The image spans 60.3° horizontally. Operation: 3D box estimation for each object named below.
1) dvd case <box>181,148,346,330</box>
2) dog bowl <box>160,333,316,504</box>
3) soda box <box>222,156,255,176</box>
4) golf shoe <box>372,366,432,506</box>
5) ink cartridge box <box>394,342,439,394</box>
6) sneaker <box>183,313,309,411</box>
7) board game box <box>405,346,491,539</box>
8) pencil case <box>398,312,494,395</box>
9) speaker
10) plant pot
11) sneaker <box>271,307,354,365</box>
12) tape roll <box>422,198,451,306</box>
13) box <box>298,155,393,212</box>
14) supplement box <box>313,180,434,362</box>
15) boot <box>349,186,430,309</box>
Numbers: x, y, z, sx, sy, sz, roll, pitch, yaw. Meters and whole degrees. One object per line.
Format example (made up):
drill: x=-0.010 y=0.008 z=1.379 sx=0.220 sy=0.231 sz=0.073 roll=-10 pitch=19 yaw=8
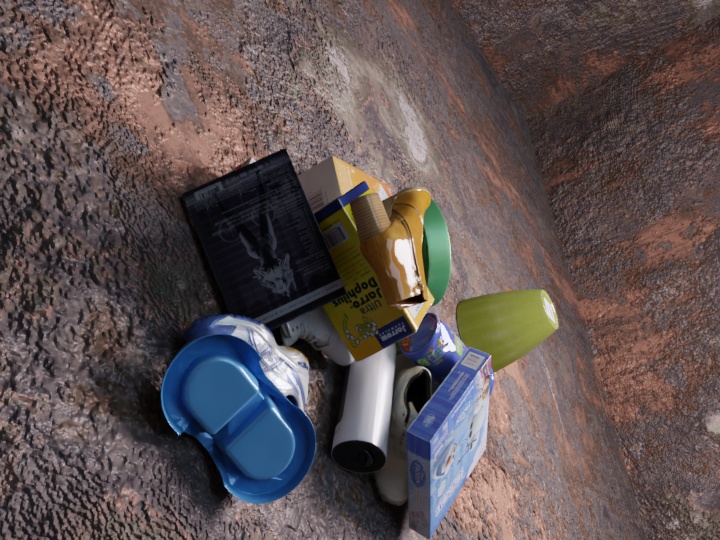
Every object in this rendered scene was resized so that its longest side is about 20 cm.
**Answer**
dvd case: x=-0.121 y=-0.033 z=0.783 sx=0.016 sy=0.145 sz=0.205 roll=113 pitch=-47 yaw=-81
dog bowl: x=-0.131 y=0.154 z=0.663 sx=0.111 sy=0.049 sz=0.202 roll=-40 pitch=110 yaw=-15
soda box: x=-0.121 y=-0.056 z=0.883 sx=0.201 sy=0.063 sz=0.069 roll=49 pitch=31 yaw=-29
golf shoe: x=0.065 y=0.238 z=0.916 sx=0.076 sy=0.098 sz=0.206 roll=13 pitch=67 yaw=-6
ink cartridge box: x=0.106 y=0.194 z=1.076 sx=0.145 sy=0.083 sz=0.205 roll=0 pitch=70 yaw=-60
sneaker: x=-0.124 y=0.121 z=0.726 sx=0.199 sy=0.074 sz=0.090 roll=36 pitch=40 yaw=-44
board game box: x=0.135 y=0.256 z=0.930 sx=0.199 sy=0.042 sz=0.204 roll=-41 pitch=137 yaw=-43
pencil case: x=0.145 y=0.143 z=1.010 sx=0.199 sy=0.077 sz=0.089 roll=41 pitch=44 yaw=-36
speaker: x=0.009 y=0.188 z=0.910 sx=0.081 sy=0.080 sz=0.203 roll=47 pitch=33 yaw=-31
plant pot: x=0.355 y=0.125 z=1.459 sx=0.187 sy=0.197 sz=0.191 roll=41 pitch=36 yaw=-38
sneaker: x=-0.081 y=0.083 z=0.852 sx=0.202 sy=0.072 sz=0.117 roll=53 pitch=38 yaw=-21
tape roll: x=0.099 y=-0.034 z=1.135 sx=0.047 sy=0.201 sz=0.206 roll=-7 pitch=70 yaw=-20
box: x=-0.017 y=-0.094 z=1.063 sx=0.198 sy=0.096 sz=0.128 roll=14 pitch=57 yaw=-58
supplement box: x=0.000 y=0.000 z=0.860 sx=0.203 sy=0.108 sz=0.109 roll=59 pitch=27 yaw=-5
boot: x=0.059 y=-0.028 z=0.810 sx=0.200 sy=0.069 sz=0.148 roll=-17 pitch=86 yaw=-60
